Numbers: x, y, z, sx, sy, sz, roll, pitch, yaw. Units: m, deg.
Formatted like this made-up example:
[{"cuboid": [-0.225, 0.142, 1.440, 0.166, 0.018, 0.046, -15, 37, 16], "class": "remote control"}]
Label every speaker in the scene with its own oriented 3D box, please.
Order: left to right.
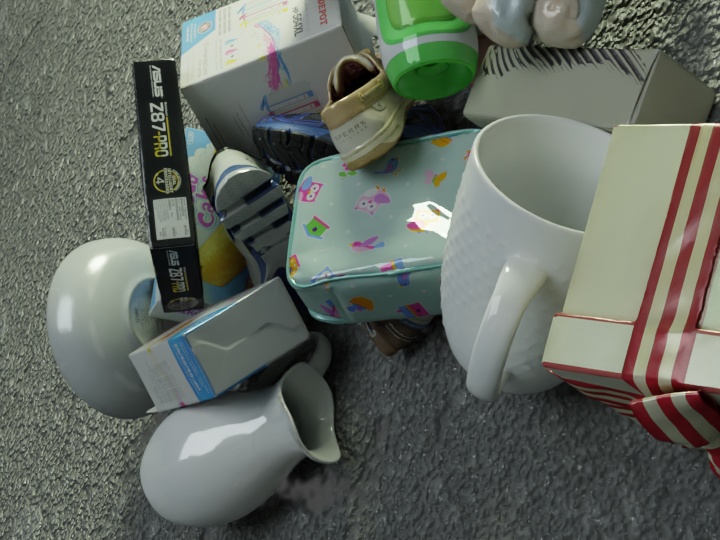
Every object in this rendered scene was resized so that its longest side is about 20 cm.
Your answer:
[{"cuboid": [0.050, -0.255, 1.116, 0.088, 0.088, 0.202, -26, 64, 43], "class": "speaker"}]

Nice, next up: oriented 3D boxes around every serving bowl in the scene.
[{"cuboid": [-0.241, 0.056, 1.383, 0.065, 0.200, 0.202, -17, 57, 37], "class": "serving bowl"}]

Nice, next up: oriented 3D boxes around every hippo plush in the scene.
[{"cuboid": [0.147, -0.278, 0.990, 0.198, 0.161, 0.160, -6, 46, 13], "class": "hippo plush"}]

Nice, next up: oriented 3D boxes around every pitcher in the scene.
[{"cuboid": [-0.111, 0.152, 1.240, 0.199, 0.121, 0.172, -30, 27, 27], "class": "pitcher"}]

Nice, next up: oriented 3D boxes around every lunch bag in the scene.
[{"cuboid": [0.040, -0.040, 1.105, 0.198, 0.077, 0.161, -8, 52, 16], "class": "lunch bag"}]

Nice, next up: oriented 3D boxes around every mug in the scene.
[{"cuboid": [0.122, 0.012, 0.928, 0.200, 0.147, 0.176, -53, -17, -51], "class": "mug"}]

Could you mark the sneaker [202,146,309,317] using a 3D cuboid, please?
[{"cuboid": [-0.096, -0.049, 1.259, 0.080, 0.200, 0.115, -26, 40, -3], "class": "sneaker"}]

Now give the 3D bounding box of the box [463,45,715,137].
[{"cuboid": [0.179, -0.134, 1.031, 0.199, 0.082, 0.069, 15, 82, 54], "class": "box"}]

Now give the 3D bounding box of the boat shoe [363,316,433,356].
[{"cuboid": [0.000, 0.000, 1.199, 0.073, 0.072, 0.200, -54, 37, 20], "class": "boat shoe"}]

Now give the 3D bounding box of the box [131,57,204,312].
[{"cuboid": [-0.189, -0.080, 1.255, 0.161, 0.049, 0.202, 103, 159, -65], "class": "box"}]

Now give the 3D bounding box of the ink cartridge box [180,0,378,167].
[{"cuboid": [-0.067, -0.207, 1.297, 0.198, 0.126, 0.129, -20, 41, 11], "class": "ink cartridge box"}]

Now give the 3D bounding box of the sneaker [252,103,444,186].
[{"cuboid": [-0.009, -0.127, 1.240, 0.198, 0.076, 0.079, 5, 45, 13], "class": "sneaker"}]

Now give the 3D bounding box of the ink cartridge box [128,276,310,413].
[{"cuboid": [-0.147, 0.076, 1.235, 0.068, 0.115, 0.200, 61, 150, -4], "class": "ink cartridge box"}]

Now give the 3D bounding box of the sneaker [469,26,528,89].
[{"cuboid": [0.107, -0.269, 1.182, 0.075, 0.104, 0.202, -5, 68, 48], "class": "sneaker"}]

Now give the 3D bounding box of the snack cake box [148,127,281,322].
[{"cuboid": [-0.154, -0.042, 1.378, 0.067, 0.114, 0.202, 134, 144, -61], "class": "snack cake box"}]

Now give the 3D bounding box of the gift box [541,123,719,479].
[{"cuboid": [0.228, 0.030, 0.791, 0.199, 0.184, 0.188, 1, 69, 49], "class": "gift box"}]

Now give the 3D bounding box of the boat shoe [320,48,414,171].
[{"cuboid": [0.005, -0.162, 1.139, 0.073, 0.069, 0.200, -29, 21, 19], "class": "boat shoe"}]
